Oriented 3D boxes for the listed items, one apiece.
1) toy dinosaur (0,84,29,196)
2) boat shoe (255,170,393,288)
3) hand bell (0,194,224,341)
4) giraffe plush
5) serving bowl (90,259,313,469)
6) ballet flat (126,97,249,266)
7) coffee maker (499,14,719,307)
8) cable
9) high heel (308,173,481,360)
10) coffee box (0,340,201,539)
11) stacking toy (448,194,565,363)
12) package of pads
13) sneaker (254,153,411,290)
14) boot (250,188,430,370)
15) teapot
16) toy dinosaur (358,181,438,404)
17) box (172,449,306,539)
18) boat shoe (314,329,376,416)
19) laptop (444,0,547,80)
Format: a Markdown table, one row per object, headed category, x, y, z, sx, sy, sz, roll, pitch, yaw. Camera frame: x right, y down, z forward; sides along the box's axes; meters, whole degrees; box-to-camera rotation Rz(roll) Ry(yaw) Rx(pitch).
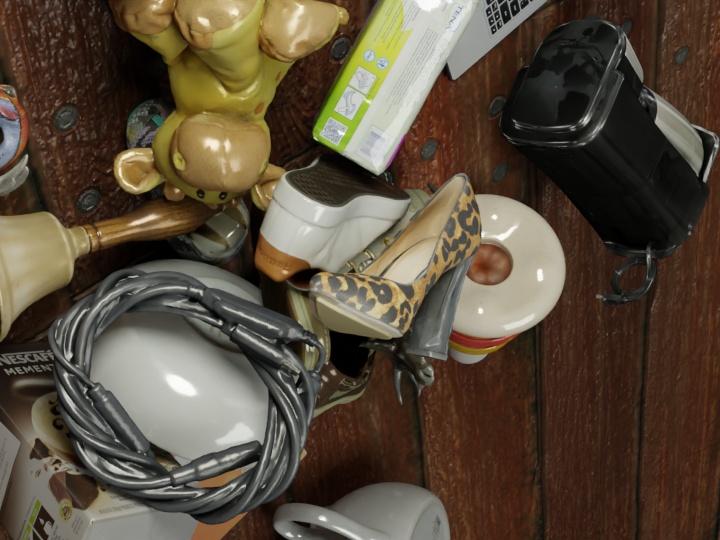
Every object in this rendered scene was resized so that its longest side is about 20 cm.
| category | x | y | z | sx | sy | sz | roll | pitch | yaw |
| --- | --- | --- | --- | --- | --- | --- | --- | --- | --- |
| toy dinosaur | -0.312 | -0.064 | 1.206 | 0.200 | 0.105 | 0.181 | -29 | 176 | 39 |
| boat shoe | -0.046 | -0.013 | 1.521 | 0.200 | 0.075 | 0.060 | -57 | 147 | -13 |
| hand bell | -0.190 | -0.026 | 1.296 | 0.199 | 0.104 | 0.105 | -19 | 134 | -27 |
| giraffe plush | -0.103 | -0.122 | 1.262 | 0.200 | 0.172 | 0.163 | -27 | 130 | -78 |
| serving bowl | -0.116 | 0.058 | 1.382 | 0.199 | 0.200 | 0.066 | -5 | 138 | -45 |
| ballet flat | -0.124 | -0.052 | 1.398 | 0.072 | 0.072 | 0.201 | -42 | 144 | -12 |
| coffee maker | 0.231 | -0.103 | 1.646 | 0.134 | 0.193 | 0.200 | -17 | 144 | 31 |
| cable | -0.132 | 0.088 | 1.279 | 0.051 | 0.199 | 0.164 | 177 | -66 | -83 |
| high heel | 0.024 | -0.020 | 1.300 | 0.200 | 0.071 | 0.143 | 23 | 78 | -59 |
| coffee box | -0.223 | 0.144 | 1.347 | 0.113 | 0.200 | 0.080 | -5 | 128 | -46 |
| stacking toy | 0.114 | 0.032 | 1.713 | 0.146 | 0.146 | 0.200 | -37 | 159 | -18 |
| package of pads | 0.024 | -0.157 | 1.372 | 0.155 | 0.068 | 0.200 | -60 | -175 | 4 |
| sneaker | -0.028 | -0.034 | 1.322 | 0.085 | 0.073 | 0.200 | -63 | 162 | 17 |
| boot | 0.000 | 0.000 | 1.393 | 0.154 | 0.200 | 0.072 | 1 | 128 | -14 |
| teapot | -0.003 | 0.299 | 1.790 | 0.197 | 0.145 | 0.201 | -34 | 127 | -65 |
| toy dinosaur | 0.032 | 0.002 | 1.530 | 0.077 | 0.201 | 0.102 | 14 | 138 | -18 |
| box | -0.169 | 0.160 | 1.504 | 0.200 | 0.106 | 0.152 | -45 | 145 | -10 |
| boat shoe | -0.013 | 0.076 | 1.566 | 0.075 | 0.075 | 0.202 | -39 | -178 | 21 |
| laptop | 0.160 | -0.256 | 1.489 | 0.200 | 0.116 | 0.188 | -41 | 143 | -14 |
